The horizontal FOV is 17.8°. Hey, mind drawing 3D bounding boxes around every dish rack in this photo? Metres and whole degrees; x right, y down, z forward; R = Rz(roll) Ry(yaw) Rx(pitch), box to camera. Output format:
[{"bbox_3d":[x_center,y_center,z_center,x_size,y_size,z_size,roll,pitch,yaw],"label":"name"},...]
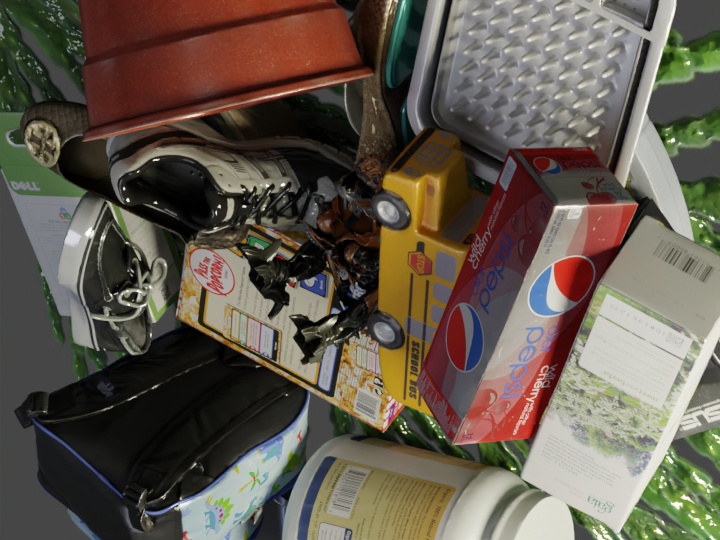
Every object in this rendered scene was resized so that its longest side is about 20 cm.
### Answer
[{"bbox_3d":[0.121,-0.145,1.495,0.171,0.043,0.201,28,125,23],"label":"dish rack"}]

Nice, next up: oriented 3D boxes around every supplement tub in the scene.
[{"bbox_3d":[0.054,0.216,1.814,0.199,0.145,0.145,11,131,31],"label":"supplement tub"}]

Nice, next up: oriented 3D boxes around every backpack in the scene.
[{"bbox_3d":[-0.144,0.146,1.863,0.183,0.199,0.148,34,142,32],"label":"backpack"}]

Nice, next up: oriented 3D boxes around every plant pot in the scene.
[{"bbox_3d":[-0.108,-0.203,1.525,0.200,0.200,0.197,-9,96,42],"label":"plant pot"}]

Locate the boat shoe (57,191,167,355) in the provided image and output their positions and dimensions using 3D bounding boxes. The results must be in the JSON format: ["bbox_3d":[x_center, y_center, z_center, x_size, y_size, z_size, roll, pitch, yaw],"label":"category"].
[{"bbox_3d":[-0.189,0.010,1.775,0.068,0.074,0.200,17,147,7],"label":"boat shoe"}]

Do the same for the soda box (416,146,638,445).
[{"bbox_3d":[0.105,0.018,1.495,0.064,0.070,0.201,55,136,41],"label":"soda box"}]

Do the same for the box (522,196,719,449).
[{"bbox_3d":[0.166,0.050,1.604,0.199,0.049,0.162,-22,111,45],"label":"box"}]

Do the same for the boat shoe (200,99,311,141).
[{"bbox_3d":[-0.098,-0.125,1.695,0.064,0.072,0.201,-11,124,37],"label":"boat shoe"}]

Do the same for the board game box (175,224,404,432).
[{"bbox_3d":[-0.046,0.019,1.796,0.199,0.046,0.152,28,138,15],"label":"board game box"}]

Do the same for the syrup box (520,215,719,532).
[{"bbox_3d":[0.178,0.071,1.517,0.078,0.082,0.201,28,137,12],"label":"syrup box"}]

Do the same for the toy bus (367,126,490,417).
[{"bbox_3d":[0.054,0.005,1.567,0.078,0.065,0.201,23,135,22],"label":"toy bus"}]

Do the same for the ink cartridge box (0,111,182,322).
[{"bbox_3d":[-0.221,-0.057,1.855,0.103,0.059,0.201,4,127,33],"label":"ink cartridge box"}]

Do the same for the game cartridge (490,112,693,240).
[{"bbox_3d":[0.159,-0.045,1.591,0.132,0.041,0.201,-2,123,34],"label":"game cartridge"}]

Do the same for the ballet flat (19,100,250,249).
[{"bbox_3d":[-0.175,-0.068,1.742,0.199,0.046,0.068,28,133,9],"label":"ballet flat"}]

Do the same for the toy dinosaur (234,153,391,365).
[{"bbox_3d":[0.000,0.000,1.632,0.102,0.135,0.201,44,161,48],"label":"toy dinosaur"}]

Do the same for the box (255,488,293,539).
[{"bbox_3d":[-0.045,0.249,1.996,0.199,0.044,0.161,34,138,9],"label":"box"}]

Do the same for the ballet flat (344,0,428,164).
[{"bbox_3d":[0.015,-0.140,1.595,0.065,0.071,0.201,22,134,25],"label":"ballet flat"}]

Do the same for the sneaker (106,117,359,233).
[{"bbox_3d":[-0.086,-0.053,1.640,0.198,0.088,0.076,12,124,-8],"label":"sneaker"}]
